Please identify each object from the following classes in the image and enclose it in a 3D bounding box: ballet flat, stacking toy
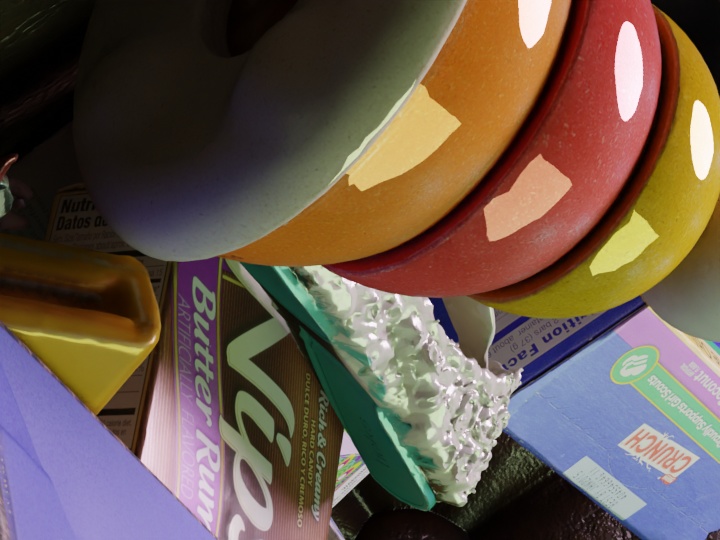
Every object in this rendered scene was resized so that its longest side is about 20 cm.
[{"bbox_3d":[0.000,0.000,0.737,0.072,0.072,0.200,-34,141,-3],"label":"ballet flat"},{"bbox_3d":[0.041,-0.036,0.614,0.200,0.146,0.146,30,128,-33],"label":"stacking toy"}]

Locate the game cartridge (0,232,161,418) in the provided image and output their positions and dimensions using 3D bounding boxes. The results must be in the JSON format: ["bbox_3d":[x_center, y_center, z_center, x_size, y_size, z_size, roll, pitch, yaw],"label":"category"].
[{"bbox_3d":[-0.170,0.052,0.585,0.176,0.032,0.200,10,136,-33],"label":"game cartridge"}]

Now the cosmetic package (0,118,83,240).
[{"bbox_3d":[-0.109,0.007,0.893,0.200,0.081,0.113,-37,173,17],"label":"cosmetic package"}]

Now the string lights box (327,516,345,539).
[{"bbox_3d":[-0.112,0.112,0.852,0.200,0.103,0.059,-32,170,-4],"label":"string lights box"}]

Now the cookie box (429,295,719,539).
[{"bbox_3d":[0.072,-0.006,0.944,0.075,0.200,0.171,-36,143,11],"label":"cookie box"}]

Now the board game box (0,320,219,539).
[{"bbox_3d":[-0.139,0.111,0.572,0.200,0.097,0.159,-22,146,10],"label":"board game box"}]

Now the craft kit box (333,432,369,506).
[{"bbox_3d":[-0.099,0.138,1.157,0.200,0.049,0.198,-44,161,16],"label":"craft kit box"}]

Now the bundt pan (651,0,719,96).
[{"bbox_3d":[0.037,-0.077,0.744,0.202,0.076,0.202,-6,157,-3],"label":"bundt pan"}]

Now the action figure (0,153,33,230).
[{"bbox_3d":[-0.171,0.016,0.696,0.200,0.149,0.134,-51,-149,21],"label":"action figure"}]

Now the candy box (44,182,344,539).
[{"bbox_3d":[-0.061,0.085,0.747,0.056,0.200,0.117,-3,154,29],"label":"candy box"}]
